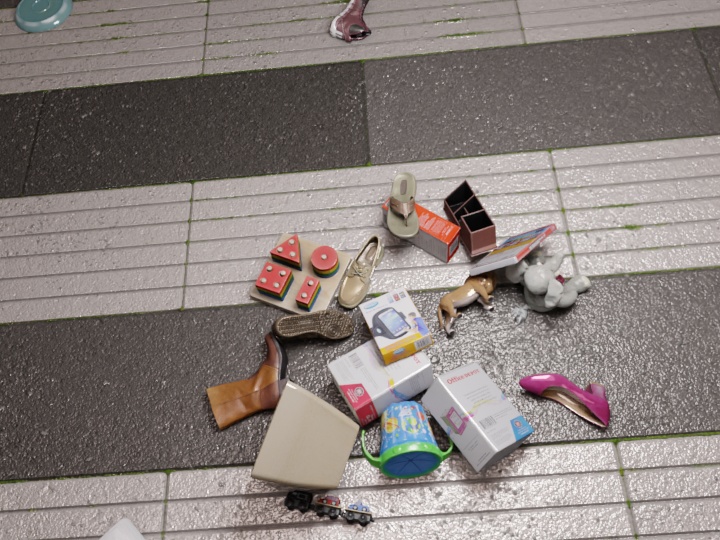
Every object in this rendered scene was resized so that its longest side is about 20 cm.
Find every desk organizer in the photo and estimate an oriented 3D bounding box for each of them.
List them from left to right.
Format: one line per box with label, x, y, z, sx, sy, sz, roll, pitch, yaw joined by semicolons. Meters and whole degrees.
desk organizer;0.273;-0.135;1.763;0.071;0.077;0.200;-17;45;-5

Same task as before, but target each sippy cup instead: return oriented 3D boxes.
sippy cup;0.100;0.360;1.514;0.177;0.140;0.131;21;42;-31

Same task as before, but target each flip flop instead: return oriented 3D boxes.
flip flop;0.106;-0.165;1.720;0.081;0.058;0.201;1;62;7

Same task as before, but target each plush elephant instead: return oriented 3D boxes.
plush elephant;0.431;0.021;1.646;0.165;0.155;0.200;39;70;23

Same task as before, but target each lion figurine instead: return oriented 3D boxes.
lion figurine;0.249;0.065;1.688;0.199;0.073;0.123;-26;44;-2

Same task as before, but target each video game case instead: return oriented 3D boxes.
video game case;0.364;-0.051;1.674;0.200;0.143;0.018;-35;100;-40

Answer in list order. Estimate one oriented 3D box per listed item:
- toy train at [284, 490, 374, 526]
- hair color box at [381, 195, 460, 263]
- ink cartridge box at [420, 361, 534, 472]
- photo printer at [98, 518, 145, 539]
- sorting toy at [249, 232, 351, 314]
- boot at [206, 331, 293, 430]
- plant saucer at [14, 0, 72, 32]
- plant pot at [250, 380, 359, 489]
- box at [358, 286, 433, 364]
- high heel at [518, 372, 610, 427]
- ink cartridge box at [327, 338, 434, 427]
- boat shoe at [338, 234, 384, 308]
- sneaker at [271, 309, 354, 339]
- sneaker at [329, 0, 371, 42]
toy train;-0.065;0.505;1.499;0.199;0.034;0.046;9;50;11
hair color box;0.153;-0.109;1.776;0.199;0.102;0.061;31;69;19
ink cartridge box;0.250;0.310;1.512;0.144;0.085;0.200;-11;54;-44
photo printer;-0.486;0.642;1.440;0.200;0.070;0.166;39;71;22
sorting toy;-0.152;0.003;1.760;0.199;0.070;0.199;19;64;15
boot;-0.263;0.256;1.651;0.199;0.069;0.189;-20;69;2
plant saucer;-1.070;-0.881;2.357;0.199;0.027;0.201;-2;62;4
plant pot;-0.111;0.358;1.482;0.176;0.200;0.201;21;79;-2
box;0.075;0.116;1.610;0.119;0.042;0.200;-23;42;-5
high heel;0.450;0.288;1.550;0.199;0.067;0.096;12;51;-3
ink cartridge box;0.047;0.235;1.589;0.199;0.086;0.148;-27;46;-10
boat shoe;0.000;0.000;1.750;0.072;0.065;0.201;22;65;16
sneaker;-0.116;0.131;1.683;0.199;0.075;0.071;3;82;-23
sneaker;0.003;-0.784;2.185;0.115;0.076;0.200;34;80;16
